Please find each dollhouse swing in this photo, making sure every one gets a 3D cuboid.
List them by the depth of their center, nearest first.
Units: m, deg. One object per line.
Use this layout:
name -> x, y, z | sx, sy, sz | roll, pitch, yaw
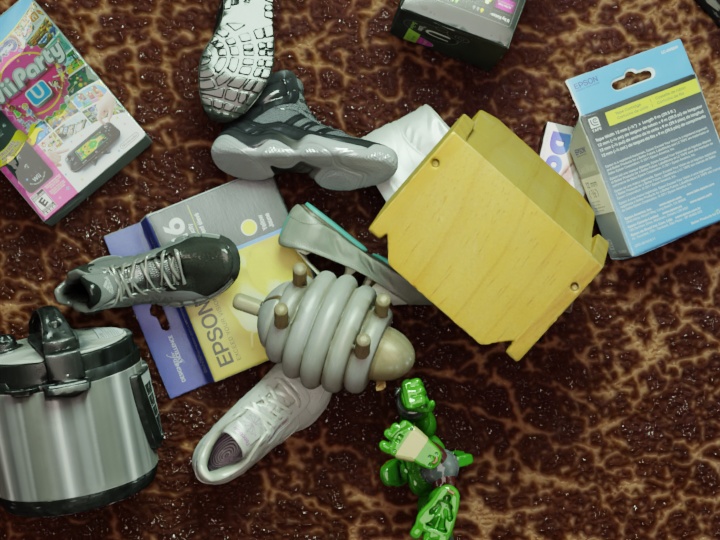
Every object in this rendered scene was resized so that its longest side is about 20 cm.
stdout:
dollhouse swing -> 0.134, -0.045, 1.436 | 0.200, 0.176, 0.182 | 41, 97, -5

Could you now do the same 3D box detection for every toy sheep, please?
toy sheep -> -0.037, 0.060, 1.430 | 0.200, 0.138, 0.138 | 24, 88, 9

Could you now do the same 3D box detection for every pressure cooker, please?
pressure cooker -> -0.305, 0.136, 1.426 | 0.176, 0.179, 0.200 | -4, 100, 30

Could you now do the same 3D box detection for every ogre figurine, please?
ogre figurine -> 0.072, 0.215, 1.474 | 0.098, 0.120, 0.200 | -31, 88, 2

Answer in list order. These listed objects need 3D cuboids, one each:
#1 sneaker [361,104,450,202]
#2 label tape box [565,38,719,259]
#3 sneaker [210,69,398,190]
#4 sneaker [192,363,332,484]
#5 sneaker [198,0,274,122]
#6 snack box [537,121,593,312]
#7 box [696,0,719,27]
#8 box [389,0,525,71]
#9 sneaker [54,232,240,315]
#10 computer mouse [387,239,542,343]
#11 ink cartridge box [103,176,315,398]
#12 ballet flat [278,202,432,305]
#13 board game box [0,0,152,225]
sneaker -> 0.089, -0.082, 1.504 | 0.115, 0.074, 0.200 | -30, 88, 1
label tape box -> 0.309, -0.130, 1.501 | 0.143, 0.066, 0.200 | -21, 90, -12
sneaker -> -0.054, -0.153, 1.478 | 0.200, 0.076, 0.114 | 5, 61, 8
sneaker -> -0.098, 0.160, 1.481 | 0.075, 0.100, 0.200 | 45, 87, 1
sneaker -> -0.127, -0.248, 1.492 | 0.076, 0.088, 0.200 | 12, 78, -5
snack box -> 0.217, -0.058, 1.531 | 0.072, 0.024, 0.200 | 12, 88, -2
box -> 0.422, -0.346, 1.499 | 0.132, 0.115, 0.200 | -42, 91, -3
box -> 0.125, -0.334, 1.473 | 0.124, 0.149, 0.200 | 20, 89, -2
sneaker -> -0.230, 0.014, 1.441 | 0.200, 0.115, 0.075 | -13, 94, 24
computer mouse -> 0.122, -0.003, 1.463 | 0.200, 0.044, 0.110 | 19, 83, -19
ink cartridge box -> -0.153, 0.014, 1.511 | 0.200, 0.047, 0.198 | -23, 90, -4
ballet flat -> 0.000, 0.000, 1.495 | 0.200, 0.067, 0.064 | 32, 92, -14
board game box -> -0.347, -0.172, 1.501 | 0.147, 0.064, 0.200 | -40, 89, -2
